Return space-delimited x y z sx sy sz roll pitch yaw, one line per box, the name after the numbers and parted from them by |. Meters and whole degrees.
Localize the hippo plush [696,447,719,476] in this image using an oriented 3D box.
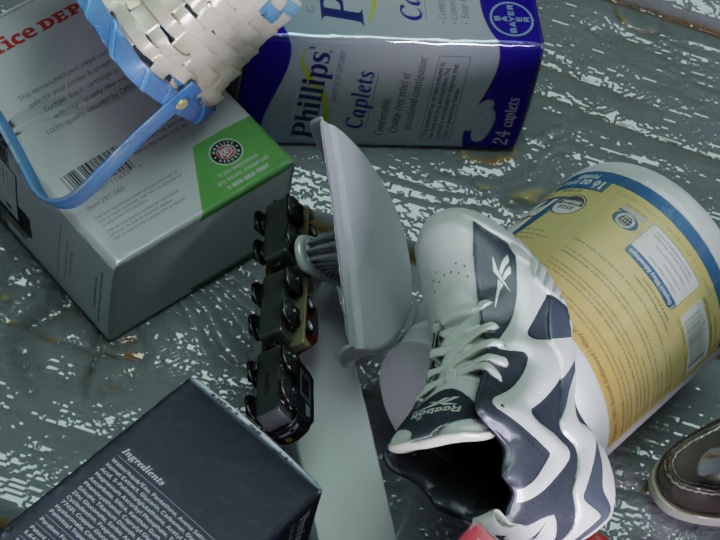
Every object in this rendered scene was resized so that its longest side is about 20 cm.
0.284 0.128 1.537 0.158 0.201 0.161 -14 47 1 | hippo plush

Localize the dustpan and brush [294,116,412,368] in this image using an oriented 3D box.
0.000 0.000 1.581 0.057 0.200 0.140 -13 74 21 | dustpan and brush

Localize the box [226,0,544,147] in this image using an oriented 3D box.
0.007 -0.187 1.789 0.199 0.105 0.185 0 53 -11 | box

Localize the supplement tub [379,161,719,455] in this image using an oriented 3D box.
0.122 0.040 1.615 0.145 0.145 0.200 40 55 18 | supplement tub

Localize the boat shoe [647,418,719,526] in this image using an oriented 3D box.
0.273 0.106 1.649 0.199 0.060 0.072 -10 56 -18 | boat shoe

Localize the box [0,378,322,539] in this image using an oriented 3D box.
-0.130 0.181 1.455 0.104 0.148 0.200 39 56 18 | box

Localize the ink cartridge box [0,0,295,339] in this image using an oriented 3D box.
-0.161 -0.078 1.684 0.146 0.085 0.200 -31 64 -27 | ink cartridge box

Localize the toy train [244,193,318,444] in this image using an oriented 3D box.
-0.042 0.026 1.534 0.034 0.046 0.201 -25 36 19 | toy train

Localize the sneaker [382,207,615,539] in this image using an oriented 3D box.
0.057 0.058 1.442 0.129 0.079 0.200 0 72 -57 | sneaker

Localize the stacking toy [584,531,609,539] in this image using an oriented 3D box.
0.170 0.227 1.492 0.085 0.085 0.200 -37 84 -32 | stacking toy

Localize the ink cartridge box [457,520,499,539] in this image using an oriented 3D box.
0.025 0.245 1.401 0.083 0.147 0.200 40 76 14 | ink cartridge box

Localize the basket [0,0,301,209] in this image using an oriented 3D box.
-0.154 -0.159 1.613 0.200 0.139 0.177 -42 65 11 | basket

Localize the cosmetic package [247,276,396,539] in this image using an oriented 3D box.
-0.025 0.105 1.576 0.050 0.083 0.201 -4 53 -14 | cosmetic package
